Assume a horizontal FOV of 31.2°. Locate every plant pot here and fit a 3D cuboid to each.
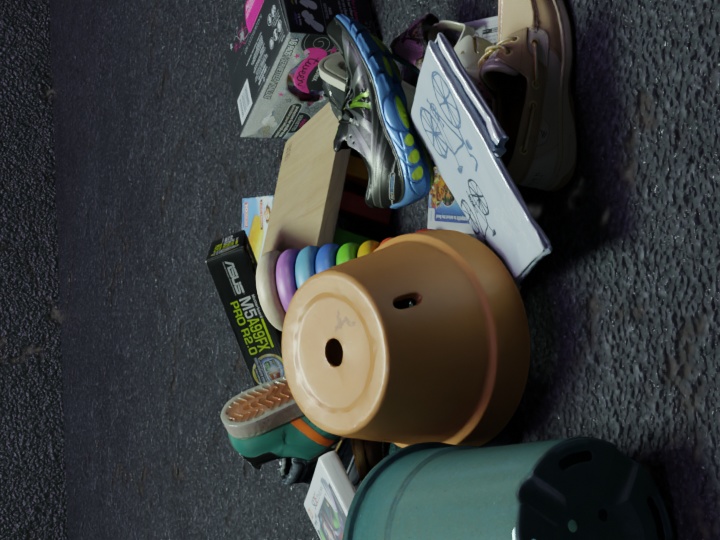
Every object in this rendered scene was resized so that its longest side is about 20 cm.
[{"bbox_3d":[0.026,0.066,1.114,0.200,0.140,0.201,5,96,48],"label":"plant pot"},{"bbox_3d":[0.120,0.216,0.981,0.196,0.200,0.201,-26,64,54],"label":"plant pot"}]

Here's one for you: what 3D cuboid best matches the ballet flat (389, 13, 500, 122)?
[{"bbox_3d":[0.087,-0.190,1.181,0.071,0.069,0.200,-58,32,16],"label":"ballet flat"}]

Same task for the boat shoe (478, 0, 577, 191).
[{"bbox_3d":[0.136,-0.167,1.091,0.074,0.069,0.201,146,122,-61],"label":"boat shoe"}]

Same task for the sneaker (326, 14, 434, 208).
[{"bbox_3d":[0.003,-0.150,1.207,0.083,0.071,0.200,-23,77,22],"label":"sneaker"}]

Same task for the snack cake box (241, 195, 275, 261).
[{"bbox_3d":[-0.104,0.006,1.639,0.115,0.067,0.201,-178,89,-67],"label":"snack cake box"}]

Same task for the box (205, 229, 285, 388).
[{"bbox_3d":[-0.109,0.063,1.388,0.160,0.044,0.200,-116,5,-82],"label":"box"}]

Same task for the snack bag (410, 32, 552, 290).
[{"bbox_3d":[0.100,-0.082,1.081,0.200,0.021,0.189,62,172,10],"label":"snack bag"}]

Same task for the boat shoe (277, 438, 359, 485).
[{"bbox_3d":[-0.032,0.162,1.434,0.071,0.091,0.201,-123,41,-52],"label":"boat shoe"}]

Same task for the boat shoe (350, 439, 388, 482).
[{"bbox_3d":[0.015,0.134,1.348,0.070,0.070,0.200,-108,8,-67],"label":"boat shoe"}]

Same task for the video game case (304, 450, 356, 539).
[{"bbox_3d":[0.000,0.300,1.314,0.200,0.023,0.182,61,162,19],"label":"video game case"}]

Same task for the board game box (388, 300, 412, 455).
[{"bbox_3d":[0.076,0.130,1.265,0.135,0.028,0.201,-140,55,-61],"label":"board game box"}]

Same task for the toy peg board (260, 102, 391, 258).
[{"bbox_3d":[-0.027,-0.073,1.465,0.200,0.098,0.200,-29,47,63],"label":"toy peg board"}]

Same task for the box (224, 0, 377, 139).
[{"bbox_3d":[-0.072,-0.261,1.523,0.200,0.114,0.132,124,139,-53],"label":"box"}]

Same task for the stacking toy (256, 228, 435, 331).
[{"bbox_3d":[0.000,0.000,1.289,0.085,0.200,0.086,-14,-90,-71],"label":"stacking toy"}]

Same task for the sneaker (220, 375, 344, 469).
[{"bbox_3d":[-0.034,0.141,1.288,0.071,0.200,0.080,-100,-9,-56],"label":"sneaker"}]

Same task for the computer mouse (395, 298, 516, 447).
[{"bbox_3d":[0.078,0.081,1.178,0.059,0.034,0.200,-48,65,37],"label":"computer mouse"}]

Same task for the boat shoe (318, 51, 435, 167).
[{"bbox_3d":[0.026,-0.152,1.301,0.200,0.072,0.068,45,148,43],"label":"boat shoe"}]

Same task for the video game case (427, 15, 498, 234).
[{"bbox_3d":[0.106,-0.135,1.223,0.143,0.018,0.201,-169,82,-66],"label":"video game case"}]
